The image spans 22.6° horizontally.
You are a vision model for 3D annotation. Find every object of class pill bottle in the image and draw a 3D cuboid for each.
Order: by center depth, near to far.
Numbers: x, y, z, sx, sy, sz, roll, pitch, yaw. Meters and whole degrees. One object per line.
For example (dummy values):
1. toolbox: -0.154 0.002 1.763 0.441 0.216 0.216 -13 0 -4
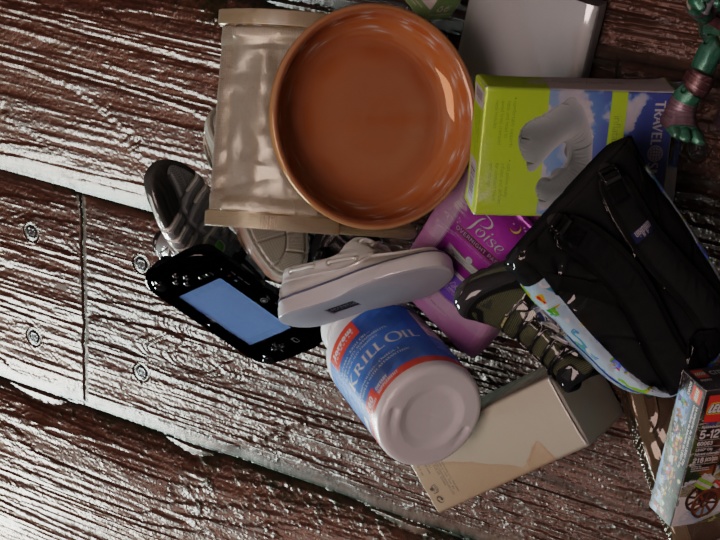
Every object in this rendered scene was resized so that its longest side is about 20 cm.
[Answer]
1. pill bottle: 0.031 0.097 1.784 0.200 0.111 0.113 -132 44 -56

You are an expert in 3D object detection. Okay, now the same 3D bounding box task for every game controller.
1. game controller: -0.130 0.037 1.893 0.104 0.042 0.200 -14 141 41

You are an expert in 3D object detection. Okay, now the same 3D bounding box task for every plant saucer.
1. plant saucer: 0.009 -0.138 1.628 0.037 0.198 0.202 5 114 69

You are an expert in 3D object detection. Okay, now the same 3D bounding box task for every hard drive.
1. hard drive: 0.149 -0.177 1.706 0.131 0.027 0.202 25 118 25

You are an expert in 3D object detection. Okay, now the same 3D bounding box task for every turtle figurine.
1. turtle figurine: 0.329 -0.205 1.535 0.148 0.101 0.202 9 120 -13

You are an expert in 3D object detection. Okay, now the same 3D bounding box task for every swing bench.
1. swing bench: -0.039 -0.136 1.710 0.129 0.199 0.201 5 92 32

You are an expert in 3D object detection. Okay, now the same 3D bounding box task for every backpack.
1. backpack: 0.232 0.016 1.563 0.200 0.163 0.154 43 163 0

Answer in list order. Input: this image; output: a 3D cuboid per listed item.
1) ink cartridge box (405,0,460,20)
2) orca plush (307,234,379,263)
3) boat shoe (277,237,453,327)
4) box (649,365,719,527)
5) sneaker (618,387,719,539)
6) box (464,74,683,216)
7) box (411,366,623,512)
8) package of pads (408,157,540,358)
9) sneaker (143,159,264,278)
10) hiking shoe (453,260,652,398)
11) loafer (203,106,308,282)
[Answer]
1. ink cartridge box: 0.079 -0.353 1.664 0.146 0.048 0.201 53 130 21
2. orca plush: -0.013 -0.019 1.843 0.105 0.071 0.200 51 126 8
3. boat shoe: 0.000 0.000 1.748 0.198 0.073 0.066 -15 64 29
4. box: 0.357 0.147 1.581 0.038 0.198 0.138 47 134 52
5. sneaker: 0.300 0.159 1.709 0.075 0.070 0.202 -16 84 -2
6. box: 0.198 -0.110 1.612 0.198 0.048 0.123 0 112 -9
7. box: 0.150 0.158 1.783 0.199 0.095 0.078 -30 90 38
8. package of pads: 0.119 -0.020 1.733 0.120 0.076 0.201 42 136 9
9. sneaker: -0.195 -0.042 1.919 0.115 0.075 0.200 8 145 43
10. hiking shoe: 0.181 0.056 1.648 0.198 0.101 0.076 12 139 -5
11. loafer: -0.112 -0.076 1.890 0.202 0.071 0.063 67 153 12
